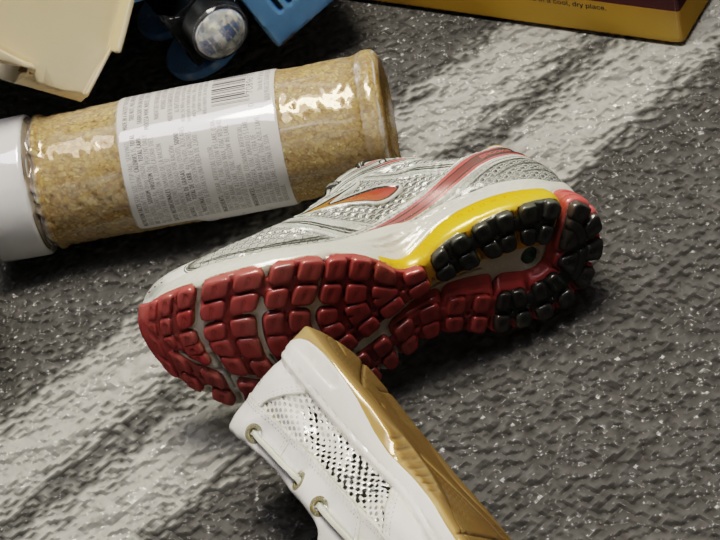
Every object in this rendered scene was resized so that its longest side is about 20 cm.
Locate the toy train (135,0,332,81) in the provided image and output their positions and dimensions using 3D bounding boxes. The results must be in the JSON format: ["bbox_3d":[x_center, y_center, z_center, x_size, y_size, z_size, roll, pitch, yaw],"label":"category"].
[{"bbox_3d":[-0.087,-0.180,1.220,0.114,0.087,0.200,-38,39,0],"label":"toy train"}]

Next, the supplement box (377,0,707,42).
[{"bbox_3d":[0.085,-0.244,1.165,0.197,0.200,0.133,11,48,28],"label":"supplement box"}]

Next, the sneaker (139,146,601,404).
[{"bbox_3d":[0.000,0.000,1.014,0.199,0.078,0.082,-15,35,-14],"label":"sneaker"}]

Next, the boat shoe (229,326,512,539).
[{"bbox_3d":[0.014,0.110,0.905,0.069,0.071,0.200,-44,51,7],"label":"boat shoe"}]

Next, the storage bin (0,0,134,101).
[{"bbox_3d":[-0.177,-0.198,1.162,0.094,0.199,0.200,14,3,-29],"label":"storage bin"}]

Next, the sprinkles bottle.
[{"bbox_3d":[-0.083,-0.054,1.108,0.199,0.068,0.068,-10,41,6],"label":"sprinkles bottle"}]
